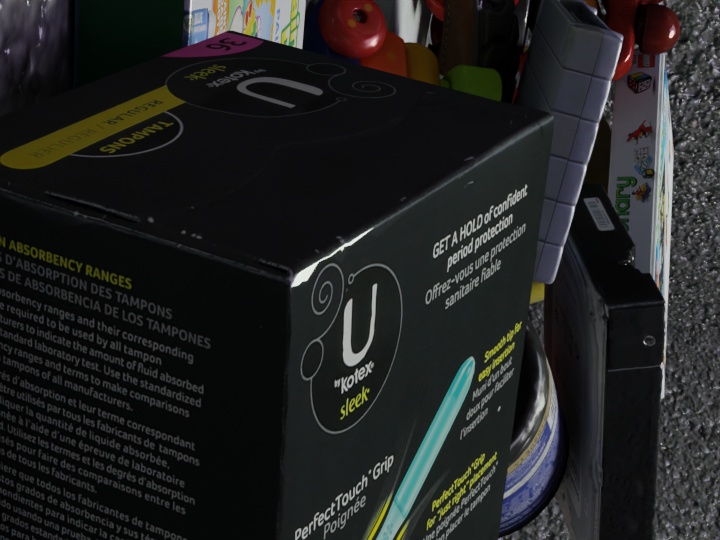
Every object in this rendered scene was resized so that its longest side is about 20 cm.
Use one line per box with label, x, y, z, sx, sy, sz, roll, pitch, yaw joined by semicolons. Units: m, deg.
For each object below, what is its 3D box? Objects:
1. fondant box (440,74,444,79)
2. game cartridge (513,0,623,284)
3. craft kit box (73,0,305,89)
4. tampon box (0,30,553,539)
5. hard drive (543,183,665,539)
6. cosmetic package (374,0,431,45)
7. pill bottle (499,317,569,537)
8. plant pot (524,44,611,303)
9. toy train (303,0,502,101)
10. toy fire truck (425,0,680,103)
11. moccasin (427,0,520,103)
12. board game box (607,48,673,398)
fondant box;0.000;0.000;0.898;0.145;0.058;0.201;-56;161;-33
game cartridge;0.102;-0.076;0.854;0.200;0.038;0.131;-81;-179;-75
craft kit box;-0.061;-0.087;0.621;0.198;0.048;0.202;-68;164;-70
tampon box;-0.037;0.050;0.482;0.150;0.126;0.201;-33;133;-53
hard drive;0.136;0.070;0.913;0.140;0.038;0.201;-102;-173;-59
cosmetic package;0.007;-0.143;1.008;0.151;0.051;0.201;82;18;-67
pill bottle;0.058;0.087;0.882;0.200;0.111;0.113;61;37;-66
plant pot;0.066;-0.051;1.134;0.142;0.199;0.201;-29;131;-48
toy train;0.019;-0.098;0.789;0.085;0.115;0.201;137;-42;-54
toy fire truck;0.131;-0.205;1.050;0.112;0.167;0.202;67;31;-73
moccasin;0.049;-0.094;0.961;0.074;0.077;0.202;-52;156;-42
board game box;0.187;-0.030;1.061;0.126;0.034;0.201;67;27;-56
